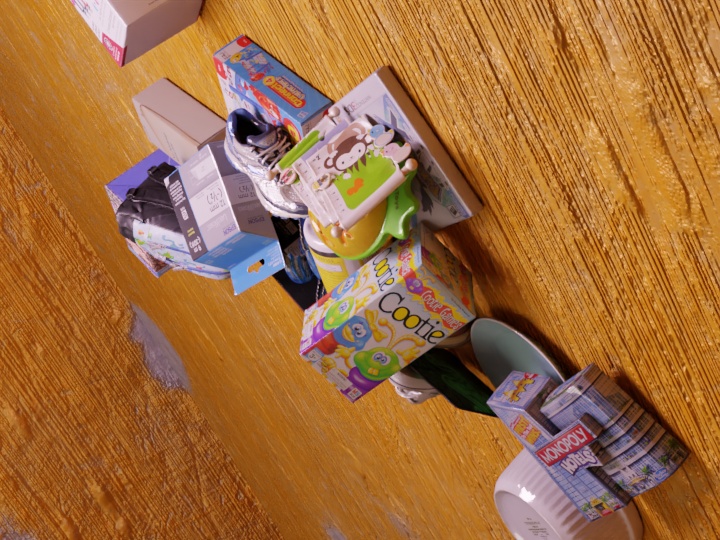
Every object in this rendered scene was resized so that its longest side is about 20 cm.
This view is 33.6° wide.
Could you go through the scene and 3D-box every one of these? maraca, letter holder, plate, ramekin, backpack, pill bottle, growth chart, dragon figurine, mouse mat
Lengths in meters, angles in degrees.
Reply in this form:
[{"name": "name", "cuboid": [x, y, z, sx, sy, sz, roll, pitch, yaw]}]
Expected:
[{"name": "maraca", "cuboid": [0.007, -0.085, 1.441, 0.200, 0.107, 0.138, -13, 82, 54]}, {"name": "letter holder", "cuboid": [-0.070, 0.011, 1.853, 0.200, 0.101, 0.142, 48, 176, 14]}, {"name": "plate", "cuboid": [0.218, 0.136, 1.524, 0.200, 0.026, 0.200, 45, 160, 21]}, {"name": "ramekin", "cuboid": [0.271, 0.324, 1.607, 0.200, 0.105, 0.200, 44, 158, 23]}, {"name": "backpack", "cuboid": [-0.258, -0.073, 1.890, 0.199, 0.163, 0.154, 8, 130, 21]}, {"name": "pill bottle", "cuboid": [0.000, 0.000, 1.657, 0.111, 0.111, 0.200, 33, 152, 44]}, {"name": "growth chart", "cuboid": [-0.022, -0.121, 1.404, 0.018, 0.145, 0.200, 41, -178, -41]}, {"name": "dragon figurine", "cuboid": [-0.072, -0.018, 1.716, 0.059, 0.100, 0.200, -9, 126, 39]}, {"name": "mouse mat", "cuboid": [0.119, 0.141, 1.618, 0.161, 0.008, 0.200, 18, -162, -44]}]

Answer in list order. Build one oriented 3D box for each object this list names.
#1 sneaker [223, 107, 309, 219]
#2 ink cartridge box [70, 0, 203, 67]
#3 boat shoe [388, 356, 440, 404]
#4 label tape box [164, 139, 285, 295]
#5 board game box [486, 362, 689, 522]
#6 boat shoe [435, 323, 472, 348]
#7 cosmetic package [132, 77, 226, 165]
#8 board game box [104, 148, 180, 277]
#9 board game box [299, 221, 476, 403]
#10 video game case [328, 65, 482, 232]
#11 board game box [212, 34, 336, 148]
[{"name": "sneaker", "cuboid": [-0.118, -0.143, 1.571, 0.200, 0.077, 0.085, 41, 153, 30]}, {"name": "ink cartridge box", "cuboid": [-0.328, -0.417, 1.636, 0.200, 0.144, 0.145, 53, 161, 2]}, {"name": "boat shoe", "cuboid": [0.079, 0.152, 1.654, 0.072, 0.066, 0.200, 34, -168, 15]}, {"name": "label tape box", "cuboid": [-0.200, -0.072, 1.743, 0.143, 0.066, 0.201, -27, 79, 49]}, {"name": "board game box", "cuboid": [0.255, 0.191, 1.416, 0.200, 0.062, 0.200, 42, 154, 5]}, {"name": "boat shoe", "cuboid": [0.050, 0.059, 1.590, 0.072, 0.199, 0.068, -78, -13, -59]}, {"name": "cosmetic package", "cuboid": [-0.285, -0.227, 1.975, 0.200, 0.073, 0.104, 36, 155, 38]}, {"name": "board game box", "cuboid": [-0.362, -0.114, 2.214, 0.097, 0.159, 0.200, 42, 159, 28]}, {"name": "board game box", "cuboid": [0.033, 0.053, 1.485, 0.103, 0.200, 0.105, 44, -157, -22]}, {"name": "video game case", "cuboid": [0.050, -0.137, 1.442, 0.200, 0.022, 0.182, 55, 161, -6]}, {"name": "board game box", "cuboid": [-0.107, -0.194, 1.649, 0.196, 0.056, 0.200, 40, 157, 32]}]
